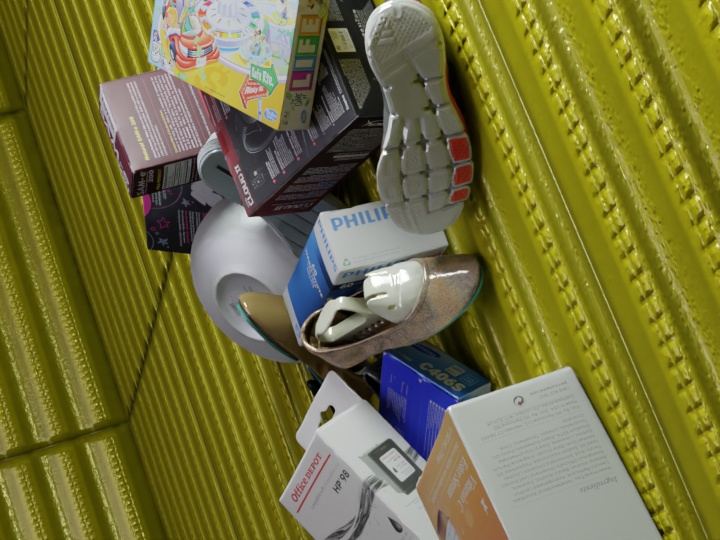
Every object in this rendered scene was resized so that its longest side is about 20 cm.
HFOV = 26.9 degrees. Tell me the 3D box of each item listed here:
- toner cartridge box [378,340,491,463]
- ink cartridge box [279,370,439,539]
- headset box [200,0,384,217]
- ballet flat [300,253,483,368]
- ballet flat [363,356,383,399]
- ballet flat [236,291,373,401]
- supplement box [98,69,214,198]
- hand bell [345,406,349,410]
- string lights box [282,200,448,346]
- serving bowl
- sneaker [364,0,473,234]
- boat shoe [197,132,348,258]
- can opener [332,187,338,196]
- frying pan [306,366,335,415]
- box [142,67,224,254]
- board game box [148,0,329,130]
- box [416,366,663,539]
[{"bbox_3d":[0.060,0.166,1.336,0.095,0.043,0.200,31,130,37],"label":"toner cartridge box"},{"bbox_3d":[0.004,0.199,1.318,0.200,0.067,0.116,44,136,18],"label":"ink cartridge box"},{"bbox_3d":[-0.056,-0.149,1.326,0.200,0.077,0.149,-40,66,46],"label":"headset box"},{"bbox_3d":[0.018,0.033,1.263,0.200,0.067,0.068,-34,44,43],"label":"ballet flat"},{"bbox_3d":[0.052,0.177,1.421,0.066,0.057,0.200,-30,77,68],"label":"ballet flat"},{"bbox_3d":[-0.045,0.067,1.487,0.200,0.063,0.069,46,-172,-41],"label":"ballet flat"},{"bbox_3d":[-0.153,-0.154,1.520,0.061,0.200,0.109,111,140,-62],"label":"supplement box"},{"bbox_3d":[-0.003,0.167,1.436,0.200,0.104,0.104,82,165,-64],"label":"hand bell"},{"bbox_3d":[0.000,0.000,1.353,0.200,0.103,0.059,119,134,-66],"label":"string lights box"},{"bbox_3d":[-0.097,0.020,1.548,0.200,0.066,0.200,19,132,22],"label":"serving bowl"},{"bbox_3d":[0.049,-0.128,1.190,0.082,0.077,0.200,-82,-12,-62],"label":"sneaker"},{"bbox_3d":[-0.065,-0.073,1.454,0.200,0.074,0.067,39,-153,-18],"label":"boat shoe"},{"bbox_3d":[-0.042,-0.131,1.465,0.063,0.079,0.200,16,134,23],"label":"can opener"},{"bbox_3d":[-0.041,0.118,1.612,0.115,0.031,0.190,58,176,33],"label":"frying pan"},{"bbox_3d":[-0.176,-0.130,1.691,0.200,0.115,0.132,94,-175,-45],"label":"box"},{"bbox_3d":[-0.107,-0.215,1.288,0.200,0.034,0.135,30,118,42],"label":"board game box"},{"bbox_3d":[0.137,0.202,1.113,0.152,0.106,0.200,104,146,-57],"label":"box"}]
